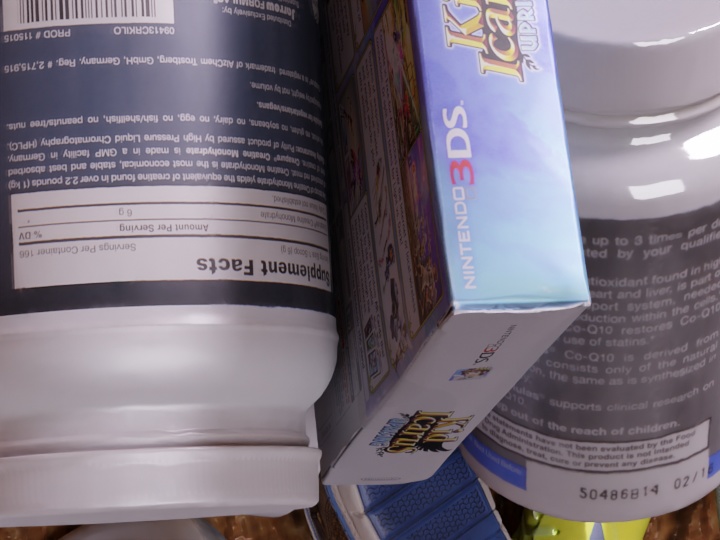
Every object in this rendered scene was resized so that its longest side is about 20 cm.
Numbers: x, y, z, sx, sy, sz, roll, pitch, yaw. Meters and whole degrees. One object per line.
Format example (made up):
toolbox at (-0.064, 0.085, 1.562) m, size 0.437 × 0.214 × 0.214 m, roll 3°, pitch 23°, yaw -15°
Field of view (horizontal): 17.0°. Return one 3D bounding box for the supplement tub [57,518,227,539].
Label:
supplement tub at (-0.051, 0.194, 0.916) m, size 0.122 × 0.122 × 0.200 m, roll -41°, pitch 123°, yaw -5°

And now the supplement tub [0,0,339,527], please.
supplement tub at (-0.079, -0.022, 0.765) m, size 0.140 × 0.140 × 0.201 m, roll 1°, pitch 82°, yaw -26°

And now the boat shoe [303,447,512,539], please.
boat shoe at (0.032, 0.136, 0.932) m, size 0.072 × 0.072 × 0.200 m, roll -26°, pitch 103°, yaw -27°

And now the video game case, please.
video game case at (0.016, -0.052, 0.761) m, size 0.045 × 0.181 × 0.201 m, roll -2°, pitch 71°, yaw -12°

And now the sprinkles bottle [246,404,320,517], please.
sprinkles bottle at (-0.111, 0.044, 0.858) m, size 0.200 × 0.068 × 0.068 m, roll 10°, pitch 106°, yaw -28°

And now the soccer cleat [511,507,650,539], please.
soccer cleat at (0.086, 0.096, 0.971) m, size 0.084 × 0.065 × 0.201 m, roll 26°, pitch 91°, yaw -48°

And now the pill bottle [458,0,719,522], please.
pill bottle at (0.086, -0.021, 0.833) m, size 0.113 × 0.114 × 0.200 m, roll -17°, pitch 131°, yaw -19°

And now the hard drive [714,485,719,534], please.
hard drive at (0.182, 0.024, 0.975) m, size 0.140 × 0.033 × 0.201 m, roll -39°, pitch 128°, yaw -44°
